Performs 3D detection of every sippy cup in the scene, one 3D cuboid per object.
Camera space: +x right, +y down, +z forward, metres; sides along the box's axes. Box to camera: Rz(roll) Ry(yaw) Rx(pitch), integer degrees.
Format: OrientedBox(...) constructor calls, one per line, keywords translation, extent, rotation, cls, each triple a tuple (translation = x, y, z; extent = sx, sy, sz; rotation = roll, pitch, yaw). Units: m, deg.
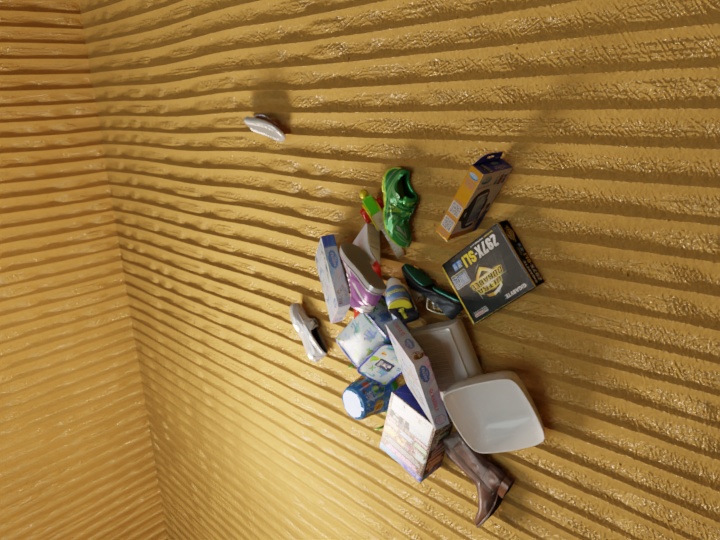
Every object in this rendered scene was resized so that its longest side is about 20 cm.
OrientedBox(translation=(0.021, 0.360, 1.661), extent=(0.177, 0.129, 0.142), rotation=(37, 128, 31), cls="sippy cup")

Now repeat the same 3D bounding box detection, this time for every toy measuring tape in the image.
OrientedBox(translation=(0.054, -0.124, 1.521), extent=(0.073, 0.073, 0.202), rotation=(-21, 105, 48), cls="toy measuring tape")

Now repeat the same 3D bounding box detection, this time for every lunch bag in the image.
OrientedBox(translation=(0.052, 0.205, 1.588), extent=(0.201, 0.127, 0.170), rotation=(49, 132, 8), cls="lunch bag")

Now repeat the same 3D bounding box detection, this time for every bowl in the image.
OrientedBox(translation=(0.309, 0.317, 1.329), extent=(0.197, 0.075, 0.202), rotation=(-21, 109, 31), cls="bowl")

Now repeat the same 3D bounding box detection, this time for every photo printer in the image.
OrientedBox(translation=(0.217, 0.231, 1.441), extent=(0.165, 0.069, 0.203), rotation=(-19, 96, 48), cls="photo printer")

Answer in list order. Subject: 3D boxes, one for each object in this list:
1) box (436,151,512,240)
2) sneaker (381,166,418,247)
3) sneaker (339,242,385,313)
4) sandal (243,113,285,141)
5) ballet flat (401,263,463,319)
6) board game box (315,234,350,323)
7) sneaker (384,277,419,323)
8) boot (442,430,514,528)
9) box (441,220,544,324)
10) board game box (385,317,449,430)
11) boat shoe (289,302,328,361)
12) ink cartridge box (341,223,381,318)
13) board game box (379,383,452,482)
OrientedBox(translation=(0.250, -0.161, 1.245), extent=(0.042, 0.118, 0.202), rotation=(47, 133, 24), cls="box")
OrientedBox(translation=(0.101, -0.156, 1.440), extent=(0.083, 0.073, 0.205), rotation=(3, 105, 50), cls="sneaker")
OrientedBox(translation=(-0.016, 0.025, 1.480), extent=(0.202, 0.071, 0.116), rotation=(60, 138, 41), cls="sneaker")
OrientedBox(translation=(-0.293, -0.452, 1.776), extent=(0.201, 0.082, 0.050), rotation=(28, 79, 40), cls="sandal")
OrientedBox(translation=(0.169, 0.058, 1.441), extent=(0.199, 0.072, 0.074), rotation=(34, 126, 32), cls="ballet flat")
OrientedBox(translation=(-0.079, 0.028, 1.631), extent=(0.200, 0.042, 0.203), rotation=(118, 140, -71), cls="board game box")
OrientedBox(translation=(0.104, 0.083, 1.475), extent=(0.201, 0.073, 0.084), rotation=(68, -177, -64), cls="sneaker")
OrientedBox(translation=(0.278, 0.531, 1.491), extent=(0.199, 0.064, 0.189), rotation=(38, 115, 28), cls="boot")
OrientedBox(translation=(0.294, 0.007, 1.309), extent=(0.200, 0.049, 0.162), rotation=(-41, 71, 46), cls="box")
OrientedBox(translation=(0.136, 0.246, 1.397), extent=(0.200, 0.040, 0.203), rotation=(-127, 15, -62), cls="board game box")
OrientedBox(translation=(-0.163, 0.189, 1.851), extent=(0.068, 0.072, 0.203), rotation=(-30, 74, 26), cls="boat shoe")
OrientedBox(translation=(0.000, 0.000, 1.545), extent=(0.163, 0.056, 0.203), rotation=(-52, 25, 43), cls="ink cartridge box")
OrientedBox(translation=(0.153, 0.432, 1.567), extent=(0.158, 0.096, 0.204), rotation=(33, 125, 35), cls="board game box")
